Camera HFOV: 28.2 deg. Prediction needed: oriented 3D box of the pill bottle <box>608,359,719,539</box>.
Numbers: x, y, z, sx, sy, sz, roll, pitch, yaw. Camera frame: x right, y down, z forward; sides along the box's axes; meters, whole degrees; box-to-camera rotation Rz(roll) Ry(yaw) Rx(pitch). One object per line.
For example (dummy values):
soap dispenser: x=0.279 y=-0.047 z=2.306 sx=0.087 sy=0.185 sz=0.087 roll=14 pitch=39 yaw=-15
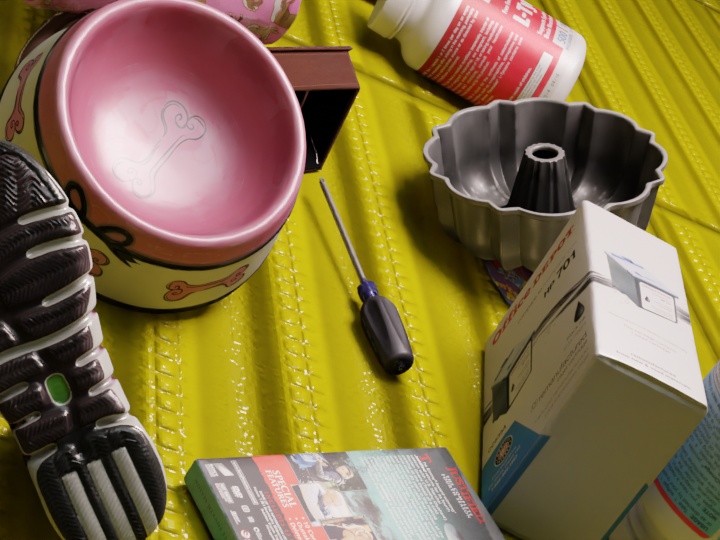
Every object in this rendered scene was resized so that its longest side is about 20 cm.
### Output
pill bottle: x=0.248 y=0.122 z=0.921 sx=0.108 sy=0.201 sz=0.109 roll=25 pitch=30 yaw=-15

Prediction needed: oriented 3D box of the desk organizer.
desk organizer: x=-0.078 y=-0.115 z=1.056 sx=0.199 sy=0.071 sz=0.078 roll=-12 pitch=81 yaw=-53

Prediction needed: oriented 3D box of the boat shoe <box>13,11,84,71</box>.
boat shoe: x=-0.201 y=-0.153 z=1.026 sx=0.069 sy=0.071 sz=0.200 roll=-1 pitch=20 yaw=16

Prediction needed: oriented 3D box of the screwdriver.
screwdriver: x=0.000 y=0.000 z=1.034 sx=0.029 sy=0.028 sz=0.201 roll=51 pitch=12 yaw=-41

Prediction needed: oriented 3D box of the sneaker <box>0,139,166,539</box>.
sneaker: x=-0.161 y=0.041 z=0.700 sx=0.075 sy=0.115 sz=0.202 roll=-19 pitch=91 yaw=-18

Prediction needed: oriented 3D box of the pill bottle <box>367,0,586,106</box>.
pill bottle: x=0.112 y=-0.227 z=1.404 sx=0.198 sy=0.113 sz=0.113 roll=28 pitch=29 yaw=-10

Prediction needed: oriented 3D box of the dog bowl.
dog bowl: x=-0.121 y=-0.080 z=0.887 sx=0.198 sy=0.074 sz=0.203 roll=12 pitch=65 yaw=-27

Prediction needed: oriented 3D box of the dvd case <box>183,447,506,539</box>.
dvd case: x=0.011 y=0.162 z=0.804 sx=0.198 sy=0.022 sz=0.146 roll=2 pitch=42 yaw=-43

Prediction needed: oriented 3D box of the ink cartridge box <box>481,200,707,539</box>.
ink cartridge box: x=0.150 y=0.070 z=0.956 sx=0.085 sy=0.147 sz=0.201 roll=25 pitch=29 yaw=-10

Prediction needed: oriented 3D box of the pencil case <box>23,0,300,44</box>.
pencil case: x=-0.138 y=-0.208 z=0.987 sx=0.198 sy=0.084 sz=0.086 roll=3 pitch=0 yaw=-33

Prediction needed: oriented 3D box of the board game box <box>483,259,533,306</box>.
board game box: x=0.195 y=0.013 z=1.199 sx=0.199 sy=0.039 sz=0.158 roll=31 pitch=29 yaw=-4

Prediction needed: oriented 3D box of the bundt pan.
bundt pan: x=0.150 y=-0.065 z=1.178 sx=0.199 sy=0.077 sz=0.203 roll=-1 pitch=34 yaw=1
